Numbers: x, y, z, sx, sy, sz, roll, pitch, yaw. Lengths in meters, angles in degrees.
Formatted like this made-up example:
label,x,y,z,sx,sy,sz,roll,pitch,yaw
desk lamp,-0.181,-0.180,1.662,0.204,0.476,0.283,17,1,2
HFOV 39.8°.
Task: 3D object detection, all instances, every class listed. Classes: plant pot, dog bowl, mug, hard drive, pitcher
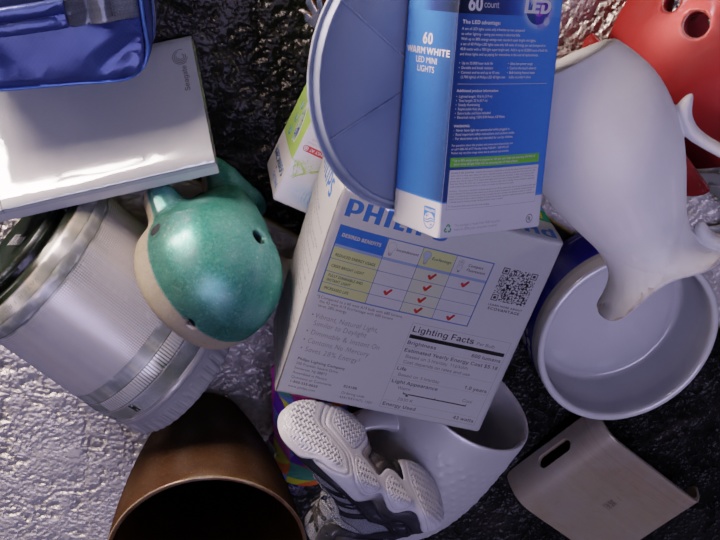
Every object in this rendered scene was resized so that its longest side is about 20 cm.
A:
label,x,y,z,sx,sy,sz,roll,pitch,yaw
plant pot,0.306,-0.185,0.880,0.182,0.201,0.200,-36,118,19
dog bowl,0.272,0.055,1.060,0.197,0.079,0.202,-5,119,-9
mug,0.044,0.184,1.001,0.198,0.148,0.176,10,125,-38
hard drive,-0.229,-0.122,0.851,0.197,0.133,0.027,-13,157,-4
pitcher,0.225,-0.083,0.779,0.170,0.121,0.202,-24,102,19
plant pot,-0.156,0.217,0.994,0.184,0.201,0.189,-5,119,-9

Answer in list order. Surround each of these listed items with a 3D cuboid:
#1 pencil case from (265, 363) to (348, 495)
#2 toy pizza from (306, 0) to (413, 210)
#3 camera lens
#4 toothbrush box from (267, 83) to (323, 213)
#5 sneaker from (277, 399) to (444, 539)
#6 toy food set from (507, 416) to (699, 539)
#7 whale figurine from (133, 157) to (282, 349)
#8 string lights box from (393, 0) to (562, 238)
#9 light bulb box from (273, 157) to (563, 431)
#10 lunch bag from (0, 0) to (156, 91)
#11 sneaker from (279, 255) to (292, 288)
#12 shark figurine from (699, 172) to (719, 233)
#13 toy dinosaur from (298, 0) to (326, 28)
label,x,y,z,sx,sy,sz,roll,pitch,yaw
pencil case,-0.054,0.145,1.008,0.087,0.089,0.201,-1,141,-10
toy pizza,0.040,-0.146,0.739,0.198,0.032,0.203,-13,112,-33
camera lens,-0.233,0.033,0.906,0.160,0.160,0.200,-42,117,12
toothbrush box,0.022,-0.139,0.908,0.144,0.086,0.201,22,112,-20
sneaker,-0.023,0.197,0.888,0.113,0.076,0.200,-36,124,24
toy food set,0.292,0.258,1.190,0.199,0.061,0.143,36,117,-23
whale figurine,-0.116,-0.029,0.871,0.103,0.201,0.159,-31,119,31
string lights box,0.086,-0.131,0.719,0.102,0.059,0.203,-7,109,-34
light bulb box,0.041,0.011,0.871,0.196,0.125,0.202,13,117,-14
lunch bag,-0.263,-0.221,0.784,0.197,0.133,0.137,-7,118,-7
sneaker,0.001,0.000,0.997,0.198,0.070,0.094,19,95,-17
shark figurine,0.392,-0.054,1.024,0.213,0.090,0.128,33,106,-26
toy dinosaur,0.042,-0.224,0.808,0.180,0.105,0.202,-24,126,-32
